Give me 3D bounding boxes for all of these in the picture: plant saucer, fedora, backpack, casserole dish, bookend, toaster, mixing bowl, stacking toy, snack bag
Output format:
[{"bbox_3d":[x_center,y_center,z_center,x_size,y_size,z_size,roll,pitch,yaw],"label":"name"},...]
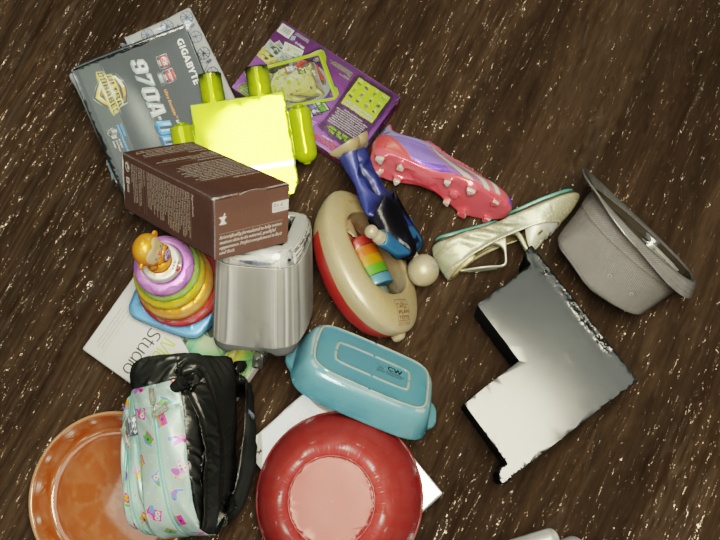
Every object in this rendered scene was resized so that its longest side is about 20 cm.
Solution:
[{"bbox_3d":[-0.302,0.275,1.071,0.197,0.032,0.203,0,76,2],"label":"plant saucer"},{"bbox_3d":[0.308,-0.021,1.063,0.199,0.177,0.090,38,111,-16],"label":"fedora"},{"bbox_3d":[-0.199,0.200,0.999,0.125,0.167,0.203,-8,81,22],"label":"backpack"},{"bbox_3d":[0.008,0.125,1.039,0.198,0.122,0.039,25,121,-7],"label":"casserole dish"},{"bbox_3d":[0.186,0.116,1.058,0.199,0.092,0.200,-36,77,-5],"label":"bookend"},{"bbox_3d":[-0.114,0.011,1.031,0.112,0.200,0.131,4,114,4],"label":"toaster"},{"bbox_3d":[-0.029,0.254,0.976,0.197,0.108,0.203,-1,77,4],"label":"mixing bowl"},{"bbox_3d":[-0.223,-0.002,1.010,0.108,0.200,0.117,18,75,6],"label":"stacking toy"},{"bbox_3d":[-0.281,-0.239,1.193,0.198,0.021,0.190,-26,78,-4],"label":"snack bag"}]

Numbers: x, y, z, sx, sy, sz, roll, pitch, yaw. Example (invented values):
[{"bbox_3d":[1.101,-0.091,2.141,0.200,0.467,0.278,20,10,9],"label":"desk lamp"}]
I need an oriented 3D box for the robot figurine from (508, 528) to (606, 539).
[{"bbox_3d":[0.208,0.375,0.987,0.198,0.113,0.172,-19,96,-3],"label":"robot figurine"}]

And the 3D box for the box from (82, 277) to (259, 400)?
[{"bbox_3d":[-0.228,0.096,1.106,0.199,0.036,0.145,33,80,7],"label":"box"}]

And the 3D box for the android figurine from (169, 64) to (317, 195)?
[{"bbox_3d":[-0.146,-0.154,1.112,0.179,0.041,0.203,-8,92,-7],"label":"android figurine"}]

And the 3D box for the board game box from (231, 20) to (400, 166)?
[{"bbox_3d":[-0.059,-0.235,1.181,0.199,0.032,0.121,35,77,10],"label":"board game box"}]

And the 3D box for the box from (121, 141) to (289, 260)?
[{"bbox_3d":[-0.176,-0.083,0.986,0.099,0.199,0.076,-16,118,-38],"label":"box"}]

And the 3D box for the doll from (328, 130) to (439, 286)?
[{"bbox_3d":[0.032,-0.067,1.070,0.048,0.136,0.201,-28,97,23],"label":"doll"}]

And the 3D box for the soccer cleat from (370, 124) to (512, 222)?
[{"bbox_3d":[0.107,-0.128,1.134,0.198,0.067,0.077,21,57,3],"label":"soccer cleat"}]

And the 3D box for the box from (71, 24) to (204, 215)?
[{"bbox_3d":[-0.261,-0.193,1.140,0.157,0.046,0.202,-22,94,-5],"label":"box"}]

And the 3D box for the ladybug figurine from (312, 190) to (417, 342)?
[{"bbox_3d":[0.000,0.000,1.084,0.072,0.135,0.202,-35,70,34],"label":"ladybug figurine"}]

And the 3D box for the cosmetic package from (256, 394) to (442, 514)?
[{"bbox_3d":[-0.022,0.240,1.058,0.150,0.052,0.200,-39,78,-8],"label":"cosmetic package"}]

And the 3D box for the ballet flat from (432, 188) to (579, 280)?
[{"bbox_3d":[0.189,-0.040,1.110,0.198,0.067,0.063,-21,75,7],"label":"ballet flat"}]
